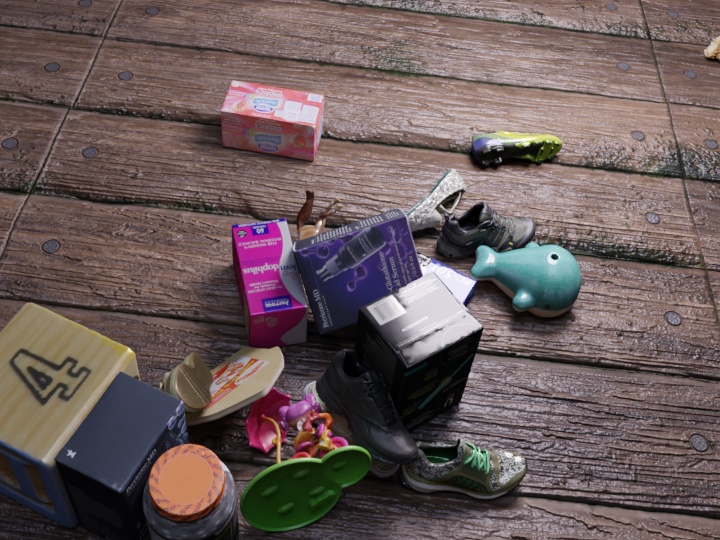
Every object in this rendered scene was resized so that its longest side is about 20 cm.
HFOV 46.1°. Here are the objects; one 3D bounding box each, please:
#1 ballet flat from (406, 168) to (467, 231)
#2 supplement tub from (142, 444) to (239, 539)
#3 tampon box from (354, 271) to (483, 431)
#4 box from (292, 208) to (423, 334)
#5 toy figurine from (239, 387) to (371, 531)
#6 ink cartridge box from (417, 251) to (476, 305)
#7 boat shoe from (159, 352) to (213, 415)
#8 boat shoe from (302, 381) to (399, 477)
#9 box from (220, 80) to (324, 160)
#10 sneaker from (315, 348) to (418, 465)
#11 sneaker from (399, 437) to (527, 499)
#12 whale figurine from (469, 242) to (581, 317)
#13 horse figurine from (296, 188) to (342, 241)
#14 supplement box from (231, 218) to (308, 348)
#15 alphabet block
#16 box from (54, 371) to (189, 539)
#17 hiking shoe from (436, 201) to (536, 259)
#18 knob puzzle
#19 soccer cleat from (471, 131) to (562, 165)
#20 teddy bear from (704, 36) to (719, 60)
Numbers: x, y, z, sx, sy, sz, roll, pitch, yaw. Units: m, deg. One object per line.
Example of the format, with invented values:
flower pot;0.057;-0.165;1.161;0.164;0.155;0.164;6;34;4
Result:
ballet flat;0.145;-0.125;1.631;0.071;0.073;0.200;31;54;20
supplement tub;-0.223;0.324;1.124;0.119;0.202;0.124;3;48;-4
tampon box;0.081;0.135;1.313;0.148;0.202;0.127;-24;55;-25
box;0.000;0.000;1.410;0.196;0.151;0.104;-19;11;-1
toy figurine;-0.097;0.246;1.241;0.197;0.151;0.186;-29;43;5
ink cartridge box;0.100;0.018;1.516;0.197;0.045;0.094;27;54;16
boat shoe;-0.263;0.175;1.249;0.063;0.201;0.074;-36;101;1
boat shoe;-0.011;0.233;1.313;0.199;0.063;0.072;38;56;23
box;-0.178;-0.305;1.726;0.195;0.096;0.104;9;49;2
sneaker;0.014;0.198;1.239;0.200;0.092;0.075;43;33;23
sneaker;0.159;0.288;1.266;0.195;0.090;0.078;0;49;-6
whale figurine;0.299;-0.001;1.513;0.196;0.105;0.161;19;51;7
horse figurine;-0.064;-0.051;1.536;0.132;0.050;0.201;-41;61;9
supplement box;-0.157;0.022;1.451;0.099;0.104;0.203;-8;53;-14
alphabet block;-0.443;0.205;1.208;0.193;0.197;0.202;22;50;11
box;-0.316;0.268;1.162;0.105;0.202;0.150;21;51;13
hiking shoe;0.242;-0.079;1.576;0.195;0.102;0.077;-10;51;-14
knob puzzle;-0.192;0.184;1.294;0.216;0.031;0.220;-24;17;7
soccer cleat;0.326;-0.268;1.768;0.195;0.065;0.085;-6;48;-10
teddy bear;0.932;-0.512;2.045;0.196;0.068;0.146;16;41;16
